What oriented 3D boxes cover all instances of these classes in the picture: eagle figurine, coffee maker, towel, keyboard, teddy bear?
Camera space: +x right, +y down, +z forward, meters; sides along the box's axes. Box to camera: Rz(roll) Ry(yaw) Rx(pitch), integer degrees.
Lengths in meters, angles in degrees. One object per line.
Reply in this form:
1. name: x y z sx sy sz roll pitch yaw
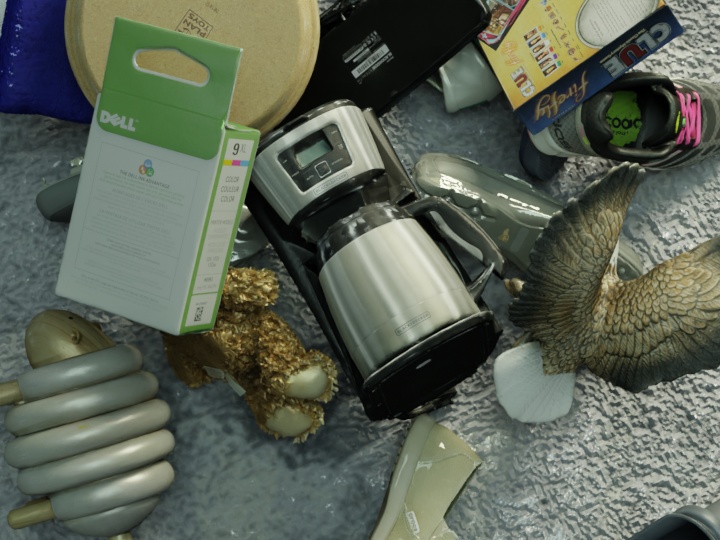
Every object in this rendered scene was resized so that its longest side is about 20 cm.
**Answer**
1. eagle figurine: 0.176 0.016 1.267 0.151 0.200 0.152 -16 84 -23
2. coffee maker: 0.000 0.000 1.289 0.134 0.192 0.201 -22 71 -25
3. towel: -0.178 -0.181 1.337 0.199 0.049 0.149 4 103 -33
4. keyboard: 0.006 -0.174 1.380 0.200 0.040 0.104 -37 82 19
5. teddy bear: -0.096 0.042 1.299 0.199 0.146 0.067 28 54 25

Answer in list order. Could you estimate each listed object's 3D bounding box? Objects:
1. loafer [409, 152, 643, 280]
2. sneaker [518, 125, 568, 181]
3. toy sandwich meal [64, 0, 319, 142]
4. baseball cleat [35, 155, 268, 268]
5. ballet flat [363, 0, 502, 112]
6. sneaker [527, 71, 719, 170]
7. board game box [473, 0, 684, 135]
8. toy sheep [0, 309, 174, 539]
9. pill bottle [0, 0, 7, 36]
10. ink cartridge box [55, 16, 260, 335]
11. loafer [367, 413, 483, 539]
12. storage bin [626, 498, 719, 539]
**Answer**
1. loafer: 0.129 -0.038 1.365 0.199 0.070 0.070 26 35 -11
2. sneaker: 0.148 -0.170 1.407 0.081 0.070 0.201 13 77 23
3. toy sandwich meal: -0.121 -0.171 1.290 0.203 0.070 0.207 -1 101 -3
4. baseball cleat: -0.146 -0.041 1.354 0.198 0.070 0.107 -11 77 -4
5. ballet flat: 0.040 -0.212 1.409 0.069 0.069 0.201 -32 81 -9
6. sneaker: 0.227 -0.113 1.348 0.198 0.087 0.074 0 95 -31
7. board game box: 0.148 -0.210 1.342 0.135 0.035 0.201 -34 44 14
8. toy sheep: -0.200 0.125 1.288 0.137 0.138 0.202 -17 93 -6
9. pill bottle: -0.242 -0.226 1.371 0.200 0.111 0.111 -40 82 -10
10. ink cartridge box: -0.136 -0.065 1.224 0.103 0.059 0.202 17 100 21
11. loafer: 0.039 0.207 1.302 0.068 0.076 0.201 16 76 7
12. storage bin: 0.297 0.246 1.285 0.134 0.146 0.201 -28 78 -36
